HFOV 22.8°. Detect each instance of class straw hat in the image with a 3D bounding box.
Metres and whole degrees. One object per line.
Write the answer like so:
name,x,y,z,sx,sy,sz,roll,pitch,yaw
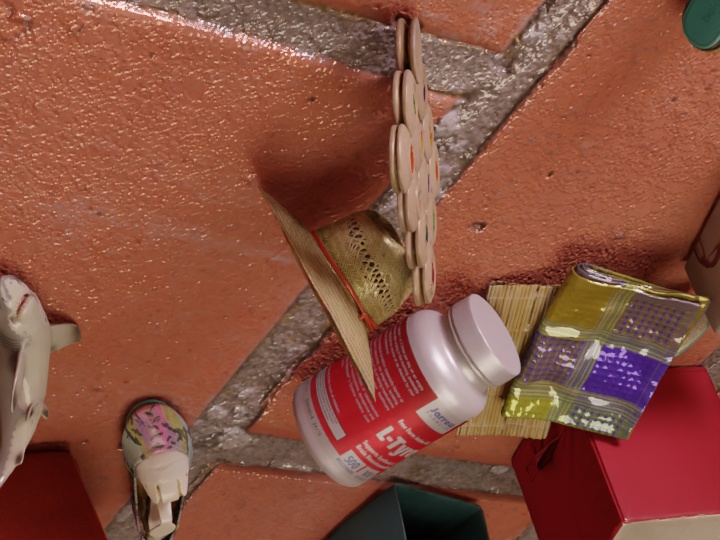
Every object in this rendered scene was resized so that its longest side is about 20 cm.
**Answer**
straw hat,0.000,0.000,1.446,0.085,0.202,0.202,-29,144,-3

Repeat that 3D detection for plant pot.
plant pot,0.031,0.348,1.947,0.141,0.142,0.200,20,137,-40
plant pot,-0.320,0.283,1.675,0.175,0.201,0.201,-23,145,-12

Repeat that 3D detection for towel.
towel,0.229,0.081,1.690,0.142,0.023,0.201,14,128,-15

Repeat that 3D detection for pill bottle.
pill bottle,0.044,0.108,1.654,0.199,0.113,0.112,-32,141,19

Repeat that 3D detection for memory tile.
memory tile,0.044,-0.082,1.378,0.017,0.154,0.201,-2,146,9

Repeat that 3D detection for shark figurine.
shark figurine,-0.310,0.106,1.515,0.089,0.217,0.128,14,-176,19

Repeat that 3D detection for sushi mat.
sushi mat,0.153,0.088,1.715,0.095,0.012,0.201,5,129,-6

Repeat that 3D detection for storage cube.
storage cube,0.283,0.224,1.850,0.198,0.181,0.172,-2,141,-23

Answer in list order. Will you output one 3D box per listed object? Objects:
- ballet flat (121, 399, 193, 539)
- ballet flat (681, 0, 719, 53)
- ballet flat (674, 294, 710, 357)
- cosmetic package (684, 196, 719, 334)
ballet flat,-0.192,0.206,1.716,0.068,0.072,0.201,-8,142,-12
ballet flat,0.314,-0.249,1.356,0.070,0.071,0.201,4,138,-27
ballet flat,0.249,0.074,1.740,0.199,0.068,0.062,-32,128,18
cosmetic package,0.384,-0.039,1.628,0.102,0.088,0.201,-4,141,-20
